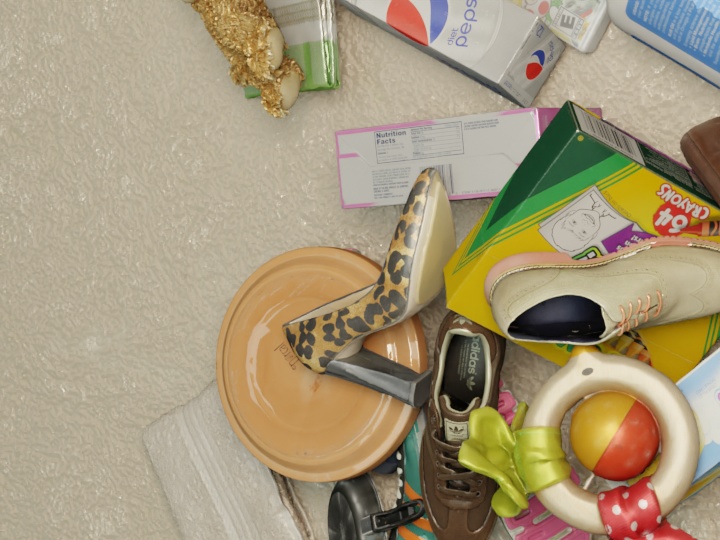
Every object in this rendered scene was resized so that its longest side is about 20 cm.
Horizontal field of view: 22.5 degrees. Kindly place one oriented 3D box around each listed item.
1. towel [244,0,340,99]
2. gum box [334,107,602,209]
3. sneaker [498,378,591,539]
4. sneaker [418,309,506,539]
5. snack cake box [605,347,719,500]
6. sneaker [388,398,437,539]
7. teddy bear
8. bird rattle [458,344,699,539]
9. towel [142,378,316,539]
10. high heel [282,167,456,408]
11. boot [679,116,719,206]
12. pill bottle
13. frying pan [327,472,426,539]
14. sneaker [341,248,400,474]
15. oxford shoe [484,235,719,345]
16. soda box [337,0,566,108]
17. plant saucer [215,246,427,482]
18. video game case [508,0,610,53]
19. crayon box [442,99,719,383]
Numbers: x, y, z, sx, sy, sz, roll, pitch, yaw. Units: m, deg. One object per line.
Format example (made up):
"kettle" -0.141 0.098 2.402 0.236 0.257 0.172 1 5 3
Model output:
"towel" -0.066 -0.255 1.579 0.149 0.031 0.201 3 99 57
"gum box" 0.084 -0.090 1.461 0.199 0.113 0.067 -3 93 33
"sneaker" 0.120 0.158 1.485 0.074 0.087 0.200 -33 86 -9
"sneaker" 0.073 0.125 1.402 0.070 0.076 0.201 3 95 16
"snack cake box" 0.280 0.098 1.350 0.200 0.115 0.067 -45 71 29
"sneaker" 0.054 0.207 1.538 0.080 0.071 0.201 -12 89 31
"teddy bear" -0.109 -0.215 1.541 0.067 0.145 0.201 -28 72 -1
"bird rattle" 0.174 0.144 1.301 0.200 0.113 0.164 31 95 25
"towel" -0.124 0.209 1.680 0.132 0.034 0.201 -33 76 31
"high heel" 0.000 0.000 1.440 0.142 0.071 0.201 20 114 30
"boot" 0.344 -0.041 1.315 0.200 0.186 0.064 -115 37 -46
"pill bottle" 0.252 -0.207 1.332 0.200 0.112 0.113 35 113 21
"frying pan" 0.010 0.232 1.538 0.190 0.031 0.116 -162 69 -70
"sneaker" 0.000 0.075 1.561 0.082 0.070 0.201 -34 77 36
"oxford shoe" 0.192 0.025 1.304 0.199 0.074 0.071 -7 122 2
"soda box" 0.065 -0.209 1.475 0.200 0.068 0.064 33 92 30
"plant saucer" -0.039 0.079 1.533 0.199 0.032 0.201 -2 86 28
"video game case" 0.157 -0.305 1.447 0.182 0.023 0.201 37 114 26
"crayon box" 0.191 -0.006 1.363 0.199 0.058 0.173 27 115 -17
